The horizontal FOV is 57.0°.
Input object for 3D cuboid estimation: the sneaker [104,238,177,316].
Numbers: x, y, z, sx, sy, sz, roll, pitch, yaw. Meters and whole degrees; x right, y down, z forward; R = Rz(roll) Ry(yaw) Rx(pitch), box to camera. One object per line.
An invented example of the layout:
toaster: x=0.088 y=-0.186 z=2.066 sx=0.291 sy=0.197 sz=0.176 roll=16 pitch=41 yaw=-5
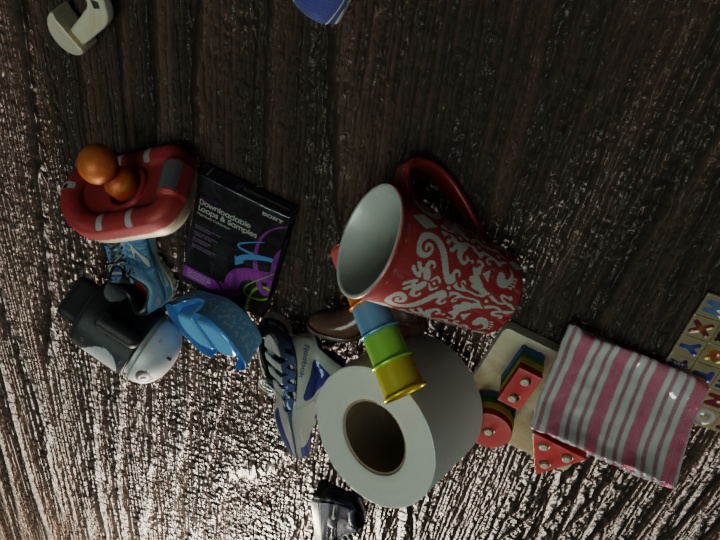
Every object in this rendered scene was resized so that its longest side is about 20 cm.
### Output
sneaker: x=-0.352 y=-0.020 z=1.006 sx=0.077 sy=0.090 sz=0.203 roll=-11 pitch=117 yaw=27

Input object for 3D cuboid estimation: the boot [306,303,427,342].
boot: x=0.000 y=0.000 z=0.901 sx=0.182 sy=0.065 sz=0.203 roll=-4 pitch=126 yaw=8

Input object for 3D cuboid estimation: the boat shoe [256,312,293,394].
boat shoe: x=-0.125 y=0.165 z=1.066 sx=0.073 sy=0.062 sz=0.204 roll=4 pitch=125 yaw=16

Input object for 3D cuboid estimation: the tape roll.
tape roll: x=0.055 y=0.205 z=0.933 sx=0.200 sy=0.138 sz=0.207 roll=14 pitch=112 yaw=36

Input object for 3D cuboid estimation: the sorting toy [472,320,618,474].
sorting toy: x=0.250 y=0.202 z=0.943 sx=0.197 sy=0.070 sz=0.201 roll=25 pitch=129 yaw=2

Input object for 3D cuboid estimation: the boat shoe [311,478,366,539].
boat shoe: x=-0.035 y=0.488 z=1.247 sx=0.091 sy=0.075 sz=0.204 roll=10 pitch=126 yaw=24

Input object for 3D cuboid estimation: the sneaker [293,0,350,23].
sneaker: x=-0.035 y=-0.340 z=0.636 sx=0.079 sy=0.116 sz=0.202 roll=27 pitch=128 yaw=4

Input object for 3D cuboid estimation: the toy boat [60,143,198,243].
toy boat: x=-0.324 y=-0.118 z=0.883 sx=0.196 sy=0.133 sz=0.131 roll=-6 pitch=150 yaw=23

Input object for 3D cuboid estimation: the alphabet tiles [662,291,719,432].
alphabet tiles: x=0.477 y=0.131 z=0.846 sx=0.164 sy=0.008 sz=0.203 roll=18 pitch=127 yaw=8

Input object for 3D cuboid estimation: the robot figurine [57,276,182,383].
robot figurine: x=-0.388 y=0.097 z=1.079 sx=0.198 sy=0.151 sz=0.126 roll=35 pitch=116 yaw=-5

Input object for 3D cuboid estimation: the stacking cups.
stacking cups: x=0.014 y=0.061 z=0.823 sx=0.060 sy=0.060 sz=0.203 roll=-38 pitch=69 yaw=37

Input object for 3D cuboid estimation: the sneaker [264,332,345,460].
sneaker: x=-0.074 y=0.180 z=1.008 sx=0.080 sy=0.113 sz=0.204 roll=28 pitch=127 yaw=60

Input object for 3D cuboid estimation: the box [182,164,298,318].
box: x=-0.180 y=-0.037 z=0.964 sx=0.141 sy=0.036 sz=0.202 roll=24 pitch=127 yaw=4

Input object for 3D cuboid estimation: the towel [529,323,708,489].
towel: x=0.332 y=0.172 z=0.849 sx=0.196 sy=0.149 sz=0.030 roll=23 pitch=173 yaw=2

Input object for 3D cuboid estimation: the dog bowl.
dog bowl: x=-0.222 y=0.084 z=1.008 sx=0.198 sy=0.050 sz=0.113 roll=9 pitch=136 yaw=49

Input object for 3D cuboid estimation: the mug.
mug: x=0.096 y=-0.023 z=0.786 sx=0.197 sy=0.133 sz=0.180 roll=21 pitch=100 yaw=-28

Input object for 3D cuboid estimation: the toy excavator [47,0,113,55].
toy excavator: x=-0.309 y=-0.350 z=0.766 sx=0.190 sy=0.101 sz=0.203 roll=6 pitch=134 yaw=19
